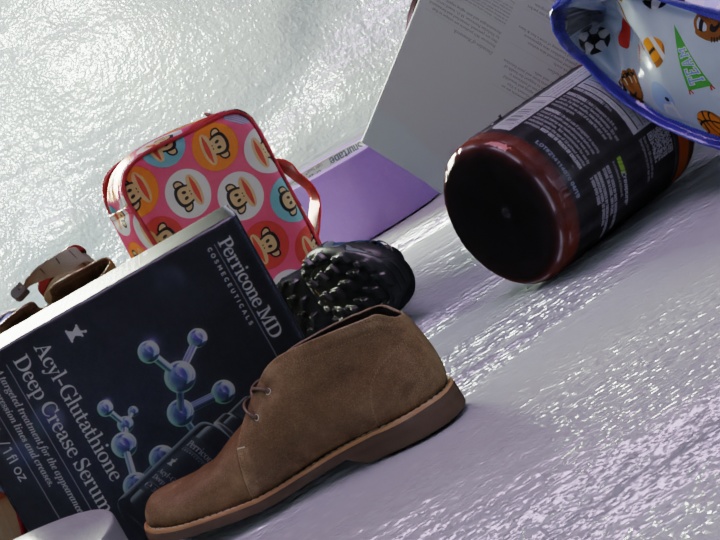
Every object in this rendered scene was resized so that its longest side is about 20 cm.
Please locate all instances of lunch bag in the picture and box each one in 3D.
[{"bbox_3d":[-0.114,-0.037,1.556,0.175,0.201,0.082,-30,9,-26],"label":"lunch bag"},{"bbox_3d":[0.243,-0.171,1.137,0.169,0.125,0.199,-30,37,-26],"label":"lunch bag"}]

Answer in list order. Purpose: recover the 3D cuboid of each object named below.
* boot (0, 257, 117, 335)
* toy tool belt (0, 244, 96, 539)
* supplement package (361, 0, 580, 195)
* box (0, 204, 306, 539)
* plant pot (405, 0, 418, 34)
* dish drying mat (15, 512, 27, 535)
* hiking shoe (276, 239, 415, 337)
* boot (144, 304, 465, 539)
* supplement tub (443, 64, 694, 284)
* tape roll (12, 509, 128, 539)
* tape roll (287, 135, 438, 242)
[{"bbox_3d":[-0.142,0.053,1.194,0.199,0.156,0.077,-33,27,-20],"label":"boot"},{"bbox_3d":[-0.226,0.094,1.276,0.200,0.123,0.125,-49,-7,-9],"label":"toy tool belt"},{"bbox_3d":[0.125,-0.164,1.361,0.151,0.151,0.201,-40,-22,-54],"label":"supplement package"},{"bbox_3d":[-0.128,0.075,1.075,0.199,0.149,0.107,-30,8,-4],"label":"box"},{"bbox_3d":[0.174,-0.196,1.599,0.197,0.202,0.200,-16,14,33],"label":"plant pot"},{"bbox_3d":[-0.163,0.116,1.255,0.018,0.077,0.200,28,48,34],"label":"dish drying mat"},{"bbox_3d":[0.000,0.000,1.361,0.086,0.075,0.200,-33,8,-22],"label":"hiking shoe"},{"bbox_3d":[-0.045,0.085,0.984,0.199,0.076,0.074,-29,9,14],"label":"boot"},{"bbox_3d":[0.154,-0.080,1.197,0.199,0.108,0.107,-34,9,-36],"label":"supplement tub"},{"bbox_3d":[-0.187,0.194,0.837,0.199,0.067,0.200,-30,7,4],"label":"tape roll"},{"bbox_3d":[-0.013,-0.081,1.901,0.199,0.085,0.200,-29,7,4],"label":"tape roll"}]
